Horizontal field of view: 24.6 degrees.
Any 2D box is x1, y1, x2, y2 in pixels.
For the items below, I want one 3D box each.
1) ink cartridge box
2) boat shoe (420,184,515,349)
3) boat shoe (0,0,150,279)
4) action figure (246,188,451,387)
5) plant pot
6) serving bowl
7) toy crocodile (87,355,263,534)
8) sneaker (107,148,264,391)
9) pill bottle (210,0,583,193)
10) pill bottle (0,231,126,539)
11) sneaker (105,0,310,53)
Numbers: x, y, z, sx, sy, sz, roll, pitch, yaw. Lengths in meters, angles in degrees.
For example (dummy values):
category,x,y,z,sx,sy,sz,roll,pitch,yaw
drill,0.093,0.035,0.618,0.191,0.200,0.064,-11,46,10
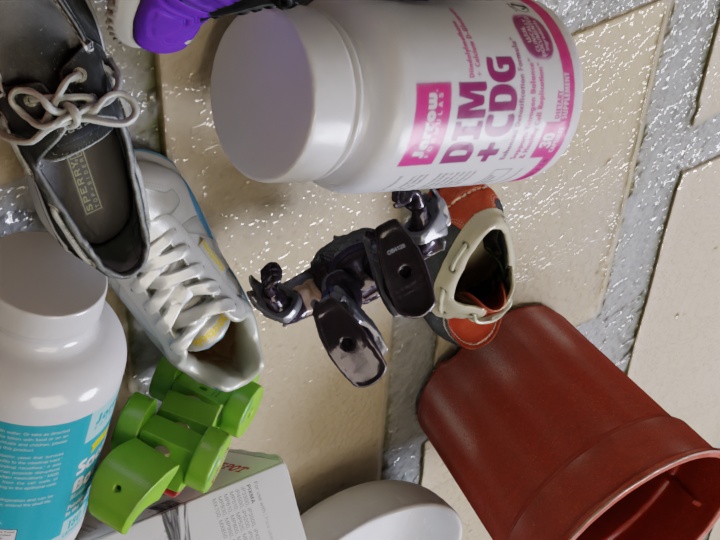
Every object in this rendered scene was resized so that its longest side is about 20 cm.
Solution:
category,x,y,z,sx,sy,sz,roll,pitch,yaw
ink cartridge box,-0.152,0.191,1.091,0.200,0.083,0.147,-20,-173,-27
boat shoe,0.080,0.004,1.180,0.071,0.063,0.200,-32,148,-14
boat shoe,-0.149,-0.080,0.813,0.074,0.068,0.199,-23,128,-20
action figure,0.000,0.000,0.968,0.130,0.069,0.200,-37,-168,1
plant pot,0.158,0.145,1.303,0.201,0.195,0.201,-25,145,-20
serving bowl,-0.015,0.240,1.368,0.200,0.066,0.200,-26,146,-20
toy crocodile,-0.110,0.099,1.033,0.200,0.067,0.062,-58,171,-67
sneaker,-0.110,0.001,0.971,0.076,0.081,0.200,-36,146,-1
pill bottle,0.022,-0.102,0.944,0.200,0.113,0.113,-7,136,-40
pill bottle,-0.197,0.074,0.945,0.111,0.111,0.200,-13,140,-35
sneaker,-0.058,-0.144,0.767,0.200,0.099,0.070,122,-12,-70
